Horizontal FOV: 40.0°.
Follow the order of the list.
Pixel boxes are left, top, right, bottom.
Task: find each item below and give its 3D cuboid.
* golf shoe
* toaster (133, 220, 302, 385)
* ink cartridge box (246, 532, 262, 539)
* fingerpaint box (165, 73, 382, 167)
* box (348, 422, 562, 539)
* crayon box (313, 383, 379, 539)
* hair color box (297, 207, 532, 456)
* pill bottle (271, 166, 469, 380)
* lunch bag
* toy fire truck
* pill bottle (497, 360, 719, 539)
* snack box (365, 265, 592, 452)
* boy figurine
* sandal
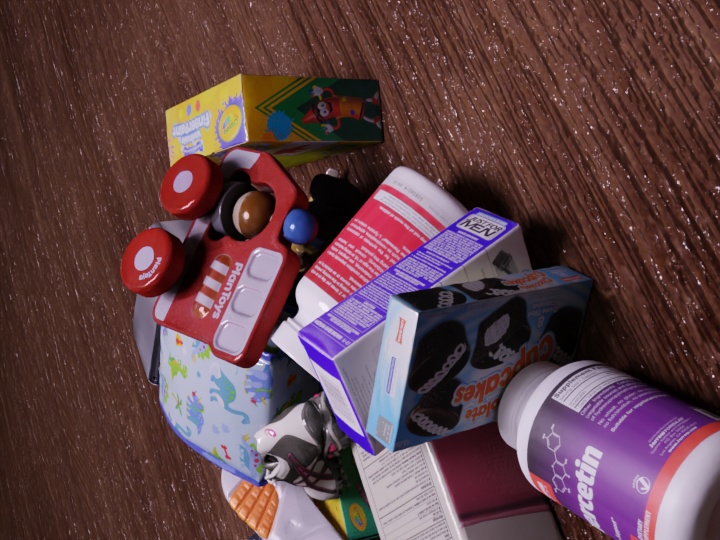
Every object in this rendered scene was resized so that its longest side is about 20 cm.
[{"bbox_3d":[-0.062,0.187,1.015,0.200,0.088,0.077,91,159,-57],"label":"golf shoe"},{"bbox_3d":[-0.179,0.032,1.225,0.119,0.180,0.201,49,134,48],"label":"toaster"},{"bbox_3d":[-0.097,0.371,1.277,0.200,0.039,0.100,-52,53,47],"label":"ink cartridge box"},{"bbox_3d":[-0.100,-0.162,1.096,0.200,0.166,0.074,-5,90,58],"label":"fingerpaint box"},{"bbox_3d":[0.079,0.186,0.918,0.128,0.109,0.201,-45,57,49],"label":"box"},{"bbox_3d":[-0.039,0.214,1.149,0.119,0.058,0.201,-27,71,55],"label":"crayon box"},{"bbox_3d":[0.056,0.048,0.829,0.065,0.200,0.110,31,149,52],"label":"hair color box"},{"bbox_3d":[0.014,0.013,0.907,0.200,0.112,0.112,-50,40,-5],"label":"pill bottle"},{"bbox_3d":[-0.145,0.110,1.089,0.199,0.127,0.171,20,117,28],"label":"lunch bag"},{"bbox_3d":[-0.119,-0.018,0.951,0.168,0.112,0.201,18,78,38],"label":"toy fire truck"},{"bbox_3d":[0.195,0.137,0.730,0.200,0.112,0.113,25,115,53],"label":"pill bottle"},{"bbox_3d":[0.098,0.066,0.788,0.037,0.199,0.117,31,120,44],"label":"snack box"},{"bbox_3d":[-0.056,-0.056,1.114,0.125,0.064,0.200,-68,14,-12],"label":"boy figurine"},{"bbox_3d":[-0.080,0.280,1.102,0.207,0.079,0.059,48,167,25],"label":"sandal"}]
